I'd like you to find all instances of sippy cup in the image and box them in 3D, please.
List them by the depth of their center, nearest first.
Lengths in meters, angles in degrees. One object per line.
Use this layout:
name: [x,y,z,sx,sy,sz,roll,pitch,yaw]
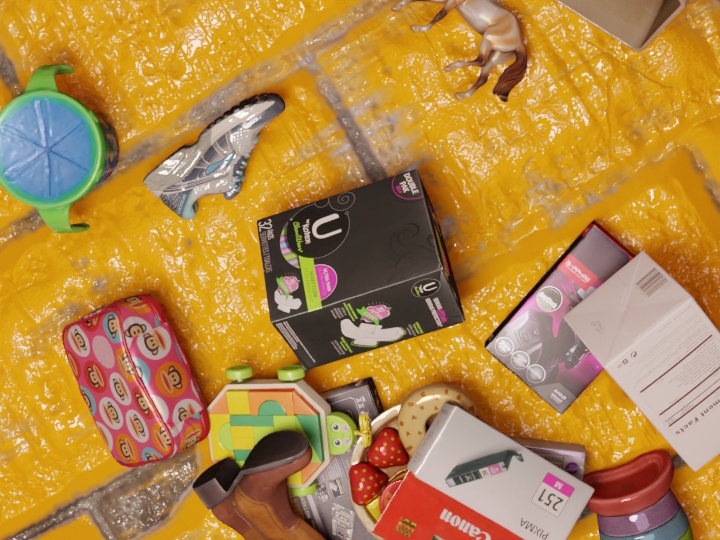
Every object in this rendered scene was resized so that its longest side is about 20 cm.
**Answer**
sippy cup: [-0.352,-0.144,1.334,0.140,0.130,0.178,31,99,2]

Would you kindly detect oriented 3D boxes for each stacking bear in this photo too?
stacking bear: [0.345,0.335,1.320,0.121,0.114,0.200,-21,98,8]

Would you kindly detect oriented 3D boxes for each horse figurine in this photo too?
horse figurine: [0.132,-0.285,1.299,0.132,0.050,0.200,-35,83,-8]

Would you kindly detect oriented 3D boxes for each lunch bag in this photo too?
lunch bag: [-0.283,0.139,1.359,0.176,0.082,0.200,-19,94,44]

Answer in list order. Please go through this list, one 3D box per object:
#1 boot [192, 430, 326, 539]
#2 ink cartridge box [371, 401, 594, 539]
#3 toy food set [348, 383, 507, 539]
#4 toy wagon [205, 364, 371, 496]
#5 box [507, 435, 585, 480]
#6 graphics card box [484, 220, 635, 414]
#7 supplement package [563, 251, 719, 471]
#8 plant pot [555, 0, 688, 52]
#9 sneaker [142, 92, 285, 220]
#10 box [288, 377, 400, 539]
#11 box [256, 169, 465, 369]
boot: [-0.075,0.291,1.293,0.188,0.068,0.200,-32,104,30]
ink cartridge box: [0.140,0.273,1.276,0.200,0.044,0.174,32,85,-11]
toy food set: [0.085,0.248,1.320,0.200,0.049,0.198,-38,93,4]
toy wagon: [-0.086,0.190,1.324,0.200,0.040,0.155,-2,100,21]
box: [0.170,0.222,1.358,0.200,0.041,0.039,6,97,5]
graphics card box: [0.256,0.056,1.326,0.125,0.051,0.200,41,100,0]
supplement package: [0.345,0.101,1.248,0.120,0.121,0.200,-40,118,7]
plant pot: [0.289,-0.385,1.213,0.200,0.200,0.177,34,88,2]
sneaker: [-0.162,-0.137,1.351,0.200,0.078,0.086,-35,103,16]
box: [-0.028,0.251,1.380,0.158,0.048,0.200,-20,93,9]
box: [0.000,0.000,1.284,0.200,0.124,0.149,-17,56,8]
